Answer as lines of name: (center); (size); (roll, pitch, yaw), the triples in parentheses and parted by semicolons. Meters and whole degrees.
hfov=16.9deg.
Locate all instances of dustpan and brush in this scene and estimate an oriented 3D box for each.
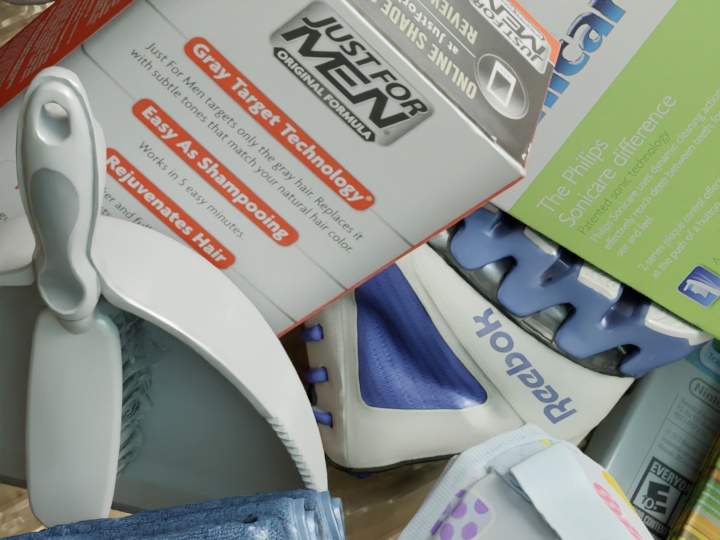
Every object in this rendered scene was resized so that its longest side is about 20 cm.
dustpan and brush: (-0.072, 0.014, 0.621); (0.139, 0.200, 0.057); (13, 43, 6)

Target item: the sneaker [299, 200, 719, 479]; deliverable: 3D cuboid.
sneaker: (0.001, 0.000, 0.744); (0.199, 0.081, 0.115); (34, 119, 4)

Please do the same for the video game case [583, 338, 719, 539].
video game case: (0.187, 0.057, 0.872); (0.200, 0.024, 0.182); (34, 75, -20)

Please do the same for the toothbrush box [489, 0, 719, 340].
toothbrush box: (0.132, -0.057, 0.688); (0.200, 0.146, 0.086); (29, 34, -11)

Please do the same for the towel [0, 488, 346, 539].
towel: (-0.039, 0.158, 0.649); (0.112, 0.049, 0.200); (-10, 104, 15)

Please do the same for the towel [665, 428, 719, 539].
towel: (0.165, 0.053, 0.841); (0.086, 0.018, 0.200); (36, 73, -26)

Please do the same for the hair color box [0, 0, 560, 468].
hair color box: (-0.053, -0.028, 0.663); (0.102, 0.200, 0.061); (43, 39, -19)

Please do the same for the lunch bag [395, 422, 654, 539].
lunch bag: (0.071, 0.163, 0.694); (0.127, 0.170, 0.200); (-21, 137, -25)

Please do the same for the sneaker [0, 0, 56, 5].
sneaker: (-0.130, -0.161, 0.707); (0.077, 0.082, 0.200); (-33, 87, 18)
